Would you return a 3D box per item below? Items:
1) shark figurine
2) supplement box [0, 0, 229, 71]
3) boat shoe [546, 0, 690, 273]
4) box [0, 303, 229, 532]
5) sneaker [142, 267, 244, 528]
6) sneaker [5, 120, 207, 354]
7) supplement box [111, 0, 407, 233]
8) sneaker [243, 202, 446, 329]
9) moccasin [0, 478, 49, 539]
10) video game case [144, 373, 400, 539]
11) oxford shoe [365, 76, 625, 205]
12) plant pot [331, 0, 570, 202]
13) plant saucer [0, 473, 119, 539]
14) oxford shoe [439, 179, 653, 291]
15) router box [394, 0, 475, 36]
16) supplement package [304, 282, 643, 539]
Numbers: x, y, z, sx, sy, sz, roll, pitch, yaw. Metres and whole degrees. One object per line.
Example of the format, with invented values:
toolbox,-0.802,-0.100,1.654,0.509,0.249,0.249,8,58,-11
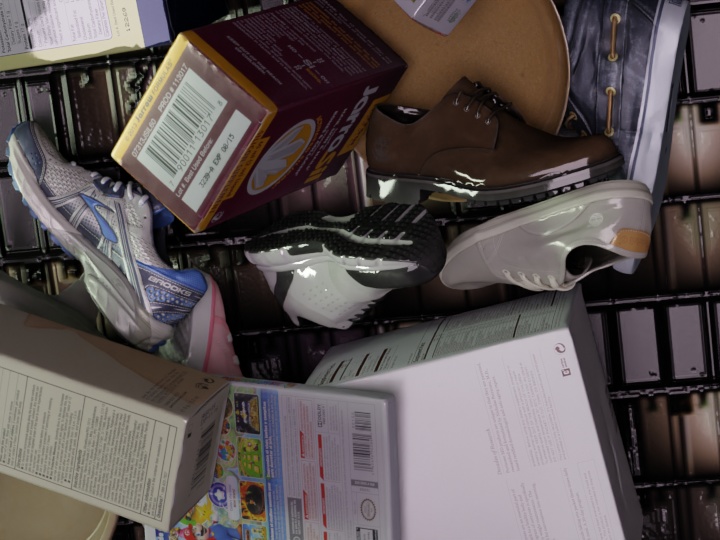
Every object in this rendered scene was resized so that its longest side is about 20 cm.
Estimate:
shark figurine,-0.237,0.019,1.674,0.214,0.128,0.090,45,68,-20
supplement box,-0.216,-0.219,1.559,0.198,0.200,0.135,-8,101,10
boat shoe,0.176,-0.103,1.599,0.090,0.071,0.202,11,101,15
box,-0.201,0.099,1.559,0.199,0.078,0.096,19,114,14
sneaker,-0.106,0.103,1.689,0.104,0.075,0.202,9,80,-31
sneaker,-0.183,-0.039,1.655,0.085,0.077,0.200,-38,81,5
supplement box,-0.067,-0.112,1.545,0.086,0.200,0.111,42,120,13
sneaker,0.000,0.000,1.609,0.074,0.199,0.080,-37,111,-30
moccasin,-0.245,0.185,1.725,0.068,0.080,0.200,49,119,8
video game case,-0.066,0.147,1.574,0.199,0.018,0.144,5,107,24
oxford shoe,0.087,-0.090,1.542,0.199,0.073,0.085,3,104,29
plant pot,0.063,-0.150,1.595,0.199,0.027,0.201,9,110,27
plant saucer,-0.259,0.141,1.659,0.199,0.029,0.201,7,108,22
oxford shoe,0.128,-0.011,1.581,0.199,0.075,0.058,-21,70,46
router box,0.058,-0.295,1.532,0.200,0.049,0.180,-50,58,16
supplement package,0.085,0.136,1.620,0.199,0.147,0.192,-14,99,12
